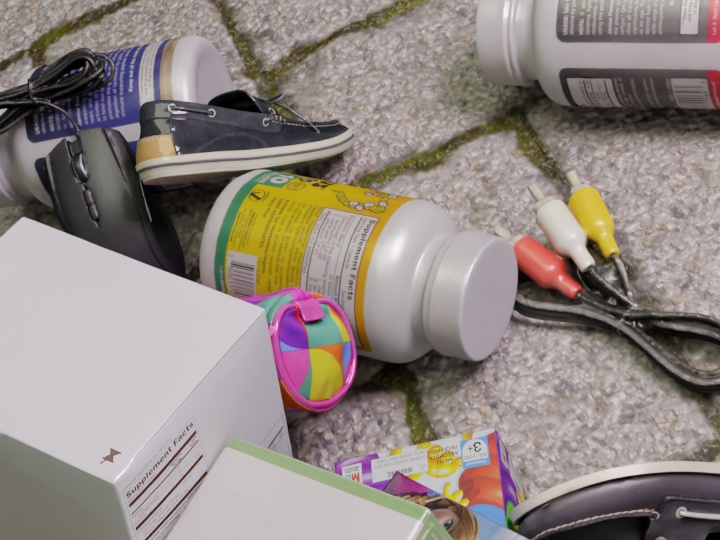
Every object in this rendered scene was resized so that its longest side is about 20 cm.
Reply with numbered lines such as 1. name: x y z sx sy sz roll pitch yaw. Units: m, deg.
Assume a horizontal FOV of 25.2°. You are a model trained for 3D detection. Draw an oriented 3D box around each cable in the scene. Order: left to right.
1. cable: 0.163 0.018 1.065 0.097 0.050 0.200 -38 50 -5

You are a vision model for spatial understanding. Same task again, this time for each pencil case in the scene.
1. pencil case: -0.098 0.060 1.078 0.199 0.088 0.089 -8 50 39

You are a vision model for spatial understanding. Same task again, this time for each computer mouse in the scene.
1. computer mouse: -0.221 -0.052 1.194 0.140 0.201 0.046 -18 7 15

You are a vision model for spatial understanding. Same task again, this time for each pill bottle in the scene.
1. pill bottle: -0.204 -0.111 1.262 0.199 0.116 0.116 -9 52 15
2. pill bottle: 0.000 0.000 1.101 0.199 0.113 0.113 13 60 29
3. pill bottle: 0.189 -0.173 1.158 0.199 0.111 0.111 4 56 24

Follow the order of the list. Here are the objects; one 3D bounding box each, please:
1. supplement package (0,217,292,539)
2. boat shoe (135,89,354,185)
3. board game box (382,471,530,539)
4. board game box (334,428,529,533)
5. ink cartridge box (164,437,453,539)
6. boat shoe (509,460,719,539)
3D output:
1. supplement package: -0.158 0.109 0.972 0.191 0.200 0.147 20 49 26
2. boat shoe: -0.081 -0.101 1.175 0.074 0.200 0.063 -13 87 46
3. board game box: 0.042 0.227 0.822 0.199 0.043 0.200 23 67 35
4. board game box: 0.052 0.210 0.929 0.104 0.103 0.201 -14 51 12
5. ink cartridge box: -0.060 0.194 0.837 0.145 0.048 0.200 15 62 38
6. boat shoe: 0.184 0.147 0.915 0.199 0.073 0.063 -2 65 -16
